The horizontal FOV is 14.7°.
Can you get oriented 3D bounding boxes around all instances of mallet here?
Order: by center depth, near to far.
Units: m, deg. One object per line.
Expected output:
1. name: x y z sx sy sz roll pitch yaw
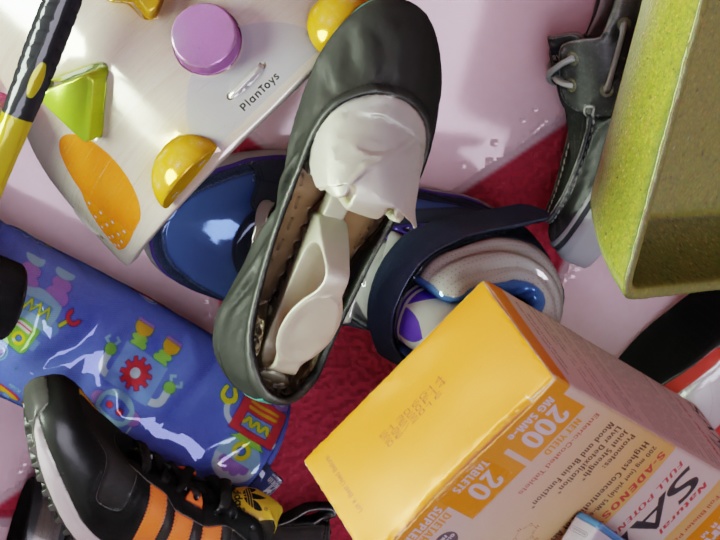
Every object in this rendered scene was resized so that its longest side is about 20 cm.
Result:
1. mallet: -0.151 -0.060 1.273 0.066 0.041 0.200 25 99 -26

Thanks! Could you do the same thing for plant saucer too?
1. plant saucer: 0.180 -0.092 1.341 0.200 0.048 0.200 -4 112 -56

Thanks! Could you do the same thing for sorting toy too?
1. sorting toy: -0.103 -0.135 1.312 0.200 0.107 0.180 -45 90 -2

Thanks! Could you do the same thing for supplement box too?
1. supplement box: 0.087 0.101 1.326 0.126 0.074 0.200 -46 140 13

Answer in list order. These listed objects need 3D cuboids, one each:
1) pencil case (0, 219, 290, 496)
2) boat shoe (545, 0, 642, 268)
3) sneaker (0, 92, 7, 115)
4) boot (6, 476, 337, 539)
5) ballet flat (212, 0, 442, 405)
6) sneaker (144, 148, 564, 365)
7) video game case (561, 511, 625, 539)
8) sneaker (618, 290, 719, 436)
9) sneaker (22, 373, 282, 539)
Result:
1. pencil case: -0.129 0.049 1.371 0.200 0.078 0.087 31 78 -18
2. boat shoe: 0.124 -0.103 1.386 0.071 0.072 0.200 20 92 -9
3. sneaker: -0.240 -0.016 1.325 0.200 0.081 0.088 -30 102 8
4. boot: -0.106 0.202 1.432 0.174 0.069 0.200 13 103 -15
5. ballet flat: -0.007 -0.024 1.267 0.068 0.068 0.200 13 111 -22
6. sneaker: 0.000 0.000 1.345 0.200 0.146 0.081 6 107 -13
7. video game case: 0.091 0.226 1.324 0.143 0.018 0.200 38 82 -48
8. sneaker: 0.169 0.098 1.456 0.108 0.067 0.201 41 100 -21
9. sneaker: -0.088 0.114 1.335 0.090 0.070 0.200 -25 123 5
